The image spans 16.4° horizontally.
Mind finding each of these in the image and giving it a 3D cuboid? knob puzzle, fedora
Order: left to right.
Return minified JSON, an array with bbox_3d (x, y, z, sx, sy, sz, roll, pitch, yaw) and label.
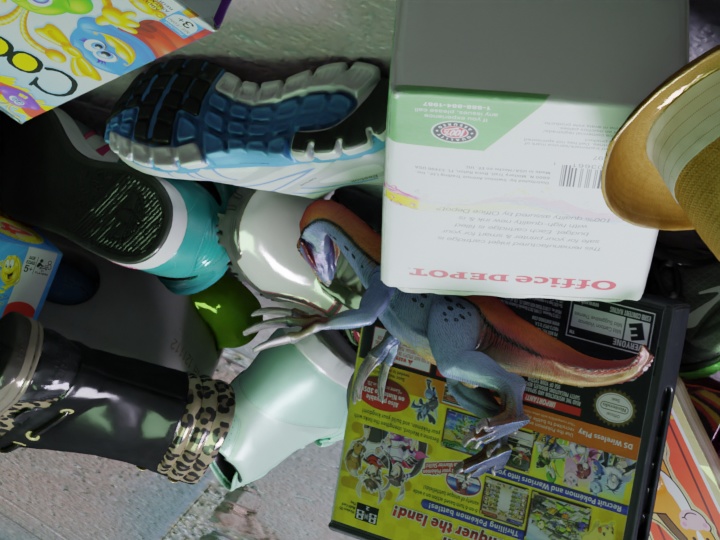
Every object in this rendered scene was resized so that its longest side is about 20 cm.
[{"bbox_3d":[0.150,0.152,1.467,0.219,0.030,0.220,28,140,27],"label":"knob puzzle"},{"bbox_3d":[0.215,-0.048,1.174,0.200,0.082,0.201,-14,152,-8],"label":"fedora"}]

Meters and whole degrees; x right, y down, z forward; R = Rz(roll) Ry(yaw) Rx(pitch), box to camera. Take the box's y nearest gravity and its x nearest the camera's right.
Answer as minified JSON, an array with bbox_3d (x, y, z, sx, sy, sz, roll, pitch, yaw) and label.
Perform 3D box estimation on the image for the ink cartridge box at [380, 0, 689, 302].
[{"bbox_3d":[0.085,-0.067,1.288,0.145,0.088,0.200,3,150,1],"label":"ink cartridge box"}]

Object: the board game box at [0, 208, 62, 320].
[{"bbox_3d":[-0.312,-0.043,1.527,0.195,0.056,0.200,14,-164,-39],"label":"board game box"}]

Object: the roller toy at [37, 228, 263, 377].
[{"bbox_3d":[-0.182,0.035,1.652,0.182,0.140,0.200,32,152,-18],"label":"roller toy"}]

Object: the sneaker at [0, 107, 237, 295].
[{"bbox_3d":[-0.143,-0.046,1.548,0.200,0.084,0.121,32,-173,40],"label":"sneaker"}]

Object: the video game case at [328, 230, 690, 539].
[{"bbox_3d":[0.080,0.085,1.420,0.199,0.181,0.025,15,-170,33],"label":"video game case"}]

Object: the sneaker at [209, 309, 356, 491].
[{"bbox_3d":[-0.047,0.095,1.645,0.074,0.118,0.200,49,-177,22],"label":"sneaker"}]

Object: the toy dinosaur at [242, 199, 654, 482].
[{"bbox_3d":[0.039,0.025,1.407,0.199,0.182,0.105,-23,158,-1],"label":"toy dinosaur"}]

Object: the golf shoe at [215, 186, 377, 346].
[{"bbox_3d":[0.000,0.000,1.514,0.088,0.077,0.200,11,163,49],"label":"golf shoe"}]

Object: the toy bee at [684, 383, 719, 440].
[{"bbox_3d":[0.145,0.096,1.557,0.199,0.109,0.131,17,155,10],"label":"toy bee"}]

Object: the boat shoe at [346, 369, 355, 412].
[{"bbox_3d":[0.050,0.141,1.525,0.075,0.201,0.072,-21,179,-7],"label":"boat shoe"}]

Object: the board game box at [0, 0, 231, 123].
[{"bbox_3d":[-0.148,-0.166,1.299,0.103,0.105,0.200,36,151,-26],"label":"board game box"}]

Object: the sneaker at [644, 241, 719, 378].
[{"bbox_3d":[0.151,0.012,1.431,0.199,0.077,0.084,0,150,35],"label":"sneaker"}]

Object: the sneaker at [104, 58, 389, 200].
[{"bbox_3d":[-0.056,-0.070,1.445,0.199,0.075,0.087,6,155,30],"label":"sneaker"}]

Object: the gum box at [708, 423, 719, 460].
[{"bbox_3d":[0.249,0.091,1.445,0.066,0.114,0.200,36,155,12],"label":"gum box"}]

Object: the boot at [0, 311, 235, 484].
[{"bbox_3d":[-0.171,0.089,1.536,0.150,0.073,0.200,17,155,-15],"label":"boot"}]
